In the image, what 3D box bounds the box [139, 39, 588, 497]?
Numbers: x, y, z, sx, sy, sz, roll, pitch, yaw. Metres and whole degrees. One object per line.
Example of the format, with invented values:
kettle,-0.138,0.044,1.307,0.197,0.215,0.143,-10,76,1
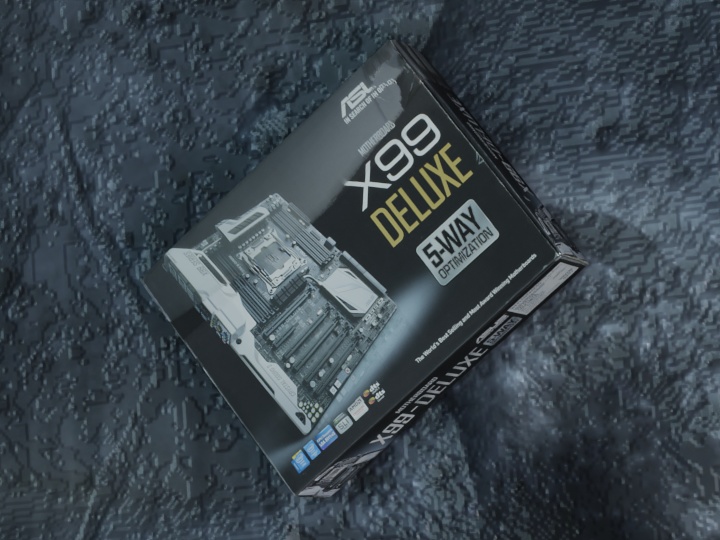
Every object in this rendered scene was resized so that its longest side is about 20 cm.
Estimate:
box,0.000,0.000,1.525,0.200,0.050,0.158,-42,70,16
